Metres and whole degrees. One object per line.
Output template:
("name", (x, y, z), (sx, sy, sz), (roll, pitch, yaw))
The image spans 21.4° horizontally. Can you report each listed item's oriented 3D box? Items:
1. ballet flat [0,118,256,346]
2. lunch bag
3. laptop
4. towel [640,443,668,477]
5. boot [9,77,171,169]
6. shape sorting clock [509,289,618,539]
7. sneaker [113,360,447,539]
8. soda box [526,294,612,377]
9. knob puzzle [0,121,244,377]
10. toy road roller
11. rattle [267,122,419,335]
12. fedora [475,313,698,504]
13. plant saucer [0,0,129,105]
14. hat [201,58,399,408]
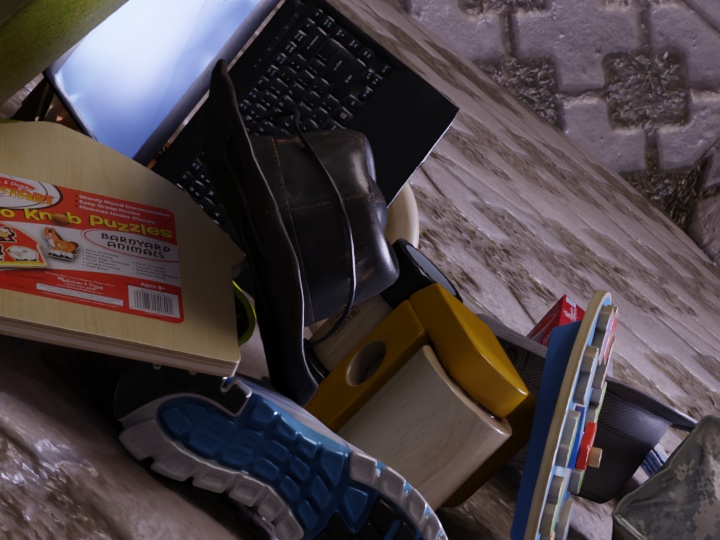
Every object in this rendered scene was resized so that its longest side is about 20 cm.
("ballet flat", (-0.135, -0.017, 1.057), (0.200, 0.067, 0.067), (39, -9, -23))
("lunch bag", (0.275, 0.213, 1.312), (0.200, 0.118, 0.164), (44, -7, 17))
("laptop", (-0.055, -0.102, 1.095), (0.200, 0.177, 0.103), (38, -17, -4))
("towel", (0.272, 0.196, 1.597), (0.200, 0.024, 0.147), (54, 7, 20))
("boot", (-0.144, -0.056, 1.175), (0.155, 0.074, 0.200), (43, 14, -12))
("shape sorting clock", (0.125, 0.110, 1.149), (0.039, 0.201, 0.200), (10, 8, 11))
("sneaker", (-0.034, 0.099, 0.973), (0.200, 0.075, 0.087), (39, 7, -10))
("soda box", (0.175, 0.082, 1.654), (0.063, 0.070, 0.200), (41, 12, 0))
("knob puzzle", (-0.156, -0.015, 0.958), (0.219, 0.031, 0.220), (16, 29, -9))
("toy road roller", (0.047, 0.088, 1.131), (0.146, 0.123, 0.200), (40, 11, -25))
("rattle", (0.000, 0.000, 1.230), (0.201, 0.130, 0.143), (69, -23, 1))
("fedora", (0.144, 0.109, 1.389), (0.200, 0.091, 0.177), (27, -1, 36))
("plant saucer", (-0.201, -0.151, 1.053), (0.048, 0.200, 0.200), (48, 7, -32))
("hat", (-0.024, -0.027, 0.991), (0.201, 0.081, 0.201), (164, -90, -80))
